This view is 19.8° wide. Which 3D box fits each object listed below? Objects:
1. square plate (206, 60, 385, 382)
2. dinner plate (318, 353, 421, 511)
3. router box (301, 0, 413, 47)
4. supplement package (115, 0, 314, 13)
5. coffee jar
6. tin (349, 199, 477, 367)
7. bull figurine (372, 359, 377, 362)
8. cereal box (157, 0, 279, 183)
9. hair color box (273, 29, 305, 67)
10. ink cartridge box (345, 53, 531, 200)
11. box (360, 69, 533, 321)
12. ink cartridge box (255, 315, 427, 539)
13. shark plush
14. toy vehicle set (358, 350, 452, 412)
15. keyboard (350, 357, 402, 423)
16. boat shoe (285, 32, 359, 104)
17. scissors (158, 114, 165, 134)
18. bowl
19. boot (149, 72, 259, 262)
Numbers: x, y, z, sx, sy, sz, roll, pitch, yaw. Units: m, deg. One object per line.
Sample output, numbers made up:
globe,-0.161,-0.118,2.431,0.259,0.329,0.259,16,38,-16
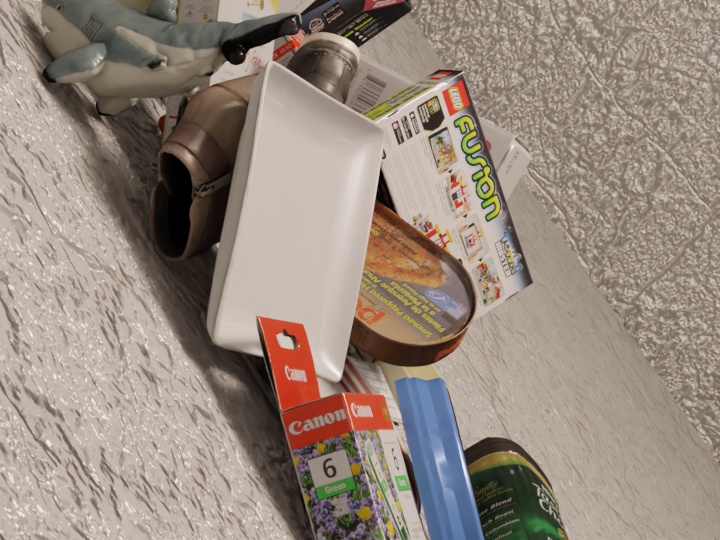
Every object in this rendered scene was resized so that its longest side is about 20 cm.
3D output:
square plate,-0.048,-0.030,1.480,0.200,0.028,0.198,24,74,-63
dinner plate,-0.020,0.109,1.555,0.200,0.024,0.200,52,16,-21
router box,-0.073,-0.251,1.891,0.150,0.200,0.062,60,12,19
supplement package,-0.157,-0.278,1.691,0.200,0.152,0.151,44,7,-47
coffee jar,0.128,0.228,1.713,0.104,0.085,0.200,50,12,-28
tin,0.000,0.000,1.642,0.200,0.042,0.112,38,47,17
bull figurine,-0.020,0.006,1.753,0.200,0.065,0.121,56,15,2
cereal box,-0.106,-0.144,1.585,0.144,0.039,0.200,1,96,-76
hair color box,-0.125,-0.224,1.831,0.200,0.111,0.064,61,12,25
ink cartridge box,0.028,-0.093,1.832,0.200,0.148,0.086,30,2,16
box,0.067,-0.053,1.716,0.035,0.110,0.200,10,-55,54
ink cartridge box,-0.008,0.122,1.407,0.109,0.050,0.200,16,57,-74
shark plush,-0.143,-0.170,1.462,0.091,0.200,0.083,23,66,-53
toy vehicle set,0.011,0.044,1.878,0.200,0.027,0.124,58,11,6
keyboard,-0.005,0.096,1.710,0.056,0.011,0.200,60,12,16
boat shoe,-0.048,-0.116,1.648,0.067,0.200,0.057,19,60,-3
scissors,-0.111,-0.074,1.723,0.073,0.014,0.200,62,13,26
bowl,0.067,0.175,1.534,0.201,0.039,0.201,-13,90,-89
boot,-0.097,-0.049,1.496,0.146,0.070,0.200,-46,141,-44
